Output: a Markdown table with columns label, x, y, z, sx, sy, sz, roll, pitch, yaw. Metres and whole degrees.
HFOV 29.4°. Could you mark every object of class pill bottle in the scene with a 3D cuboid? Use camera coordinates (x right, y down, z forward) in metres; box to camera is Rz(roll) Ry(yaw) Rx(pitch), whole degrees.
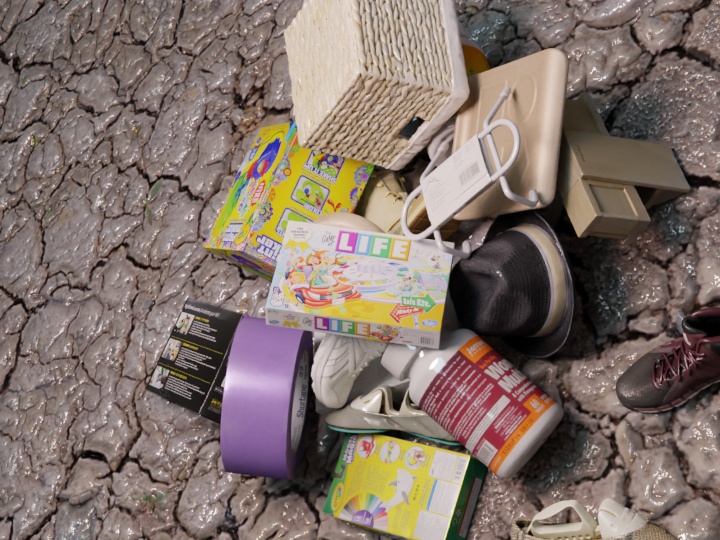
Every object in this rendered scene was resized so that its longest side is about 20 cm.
| label | x | y | z | sx | sy | sz | roll | pitch | yaw |
| --- | --- | --- | --- | --- | --- | --- | --- | --- | --- |
| pill bottle | 0.127 | 0.138 | 1.585 | 0.200 | 0.110 | 0.110 | 41 | 96 | 15 |
| pill bottle | 0.124 | -0.239 | 1.827 | 0.111 | 0.111 | 0.200 | -30 | 52 | 23 |

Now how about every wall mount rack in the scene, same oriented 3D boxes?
| label | x | y | z | sx | sy | sz | roll | pitch | yaw |
| --- | --- | --- | --- | --- | --- | --- | --- | --- | --- |
| wall mount rack | 0.127 | -0.118 | 1.578 | 0.200 | 0.074 | 0.174 | -39 | 50 | 37 |

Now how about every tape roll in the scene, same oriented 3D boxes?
| label | x | y | z | sx | sy | sz | roll | pitch | yaw |
| --- | --- | --- | --- | --- | --- | --- | --- | --- | --- |
| tape roll | -0.117 | 0.162 | 1.748 | 0.085 | 0.200 | 0.201 | 5 | 68 | 6 |

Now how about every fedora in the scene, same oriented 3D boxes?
| label | x | y | z | sx | sy | sz | roll | pitch | yaw |
| --- | --- | --- | --- | --- | --- | --- | --- | --- | --- |
| fedora | 0.166 | 0.022 | 1.610 | 0.201 | 0.091 | 0.201 | 42 | 139 | 51 |

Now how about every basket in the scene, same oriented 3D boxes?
| label | x | y | z | sx | sy | sz | roll | pitch | yaw |
| --- | --- | --- | --- | --- | --- | --- | --- | --- | --- |
| basket | 0.016 | -0.262 | 1.747 | 0.198 | 0.160 | 0.201 | -44 | 48 | 52 |

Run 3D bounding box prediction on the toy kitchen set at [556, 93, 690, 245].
| label | x | y | z | sx | sy | sz | roll | pitch | yaw |
| --- | --- | --- | --- | --- | --- | --- | --- | --- | --- |
| toy kitchen set | 0.270 | -0.083 | 1.654 | 0.181 | 0.163 | 0.200 | -56 | 40 | 42 |

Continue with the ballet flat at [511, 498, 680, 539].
| label | x | y | z | sx | sy | sz | roll | pitch | yaw |
| --- | --- | --- | --- | --- | --- | --- | --- | --- | --- |
| ballet flat | 0.247 | 0.284 | 1.484 | 0.200 | 0.068 | 0.076 | -12 | 98 | 37 |

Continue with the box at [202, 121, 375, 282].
| label | x | y | z | sx | sy | sz | roll | pitch | yaw |
| --- | --- | --- | --- | --- | --- | --- | --- | --- | --- |
| box | -0.099 | -0.089 | 1.874 | 0.193 | 0.122 | 0.200 | -66 | 20 | -8 |

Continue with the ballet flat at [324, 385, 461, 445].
| label | x | y | z | sx | sy | sz | roll | pitch | yaw |
| --- | --- | --- | --- | --- | --- | --- | --- | --- | --- |
| ballet flat | 0.048 | 0.171 | 1.692 | 0.199 | 0.067 | 0.064 | 4 | 103 | 26 |

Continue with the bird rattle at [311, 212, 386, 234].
| label | x | y | z | sx | sy | sz | roll | pitch | yaw |
| --- | --- | --- | --- | --- | --- | --- | --- | --- | --- |
| bird rattle | 0.000 | 0.000 | 1.697 | 0.200 | 0.163 | 0.113 | -7 | 38 | 46 |

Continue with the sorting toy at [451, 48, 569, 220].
| label | x | y | z | sx | sy | sz | roll | pitch | yaw |
| --- | --- | --- | --- | --- | --- | --- | --- | --- | --- |
| sorting toy | 0.177 | -0.156 | 1.626 | 0.200 | 0.036 | 0.186 | -4 | 77 | 61 |

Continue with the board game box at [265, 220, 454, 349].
| label | x | y | z | sx | sy | sz | roll | pitch | yaw |
| --- | --- | --- | --- | --- | --- | --- | --- | --- | --- |
| board game box | 0.001 | 0.015 | 1.581 | 0.199 | 0.034 | 0.135 | 7 | 50 | 5 |

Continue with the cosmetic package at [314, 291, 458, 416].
| label | x | y | z | sx | sy | sz | roll | pitch | yaw |
| --- | --- | --- | --- | --- | --- | --- | --- | --- | --- |
| cosmetic package | 0.032 | 0.095 | 1.773 | 0.200 | 0.052 | 0.151 | -21 | 58 | 29 |

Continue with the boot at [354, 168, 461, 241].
| label | x | y | z | sx | sy | sz | roll | pitch | yaw |
| --- | --- | --- | --- | --- | --- | --- | --- | --- | --- |
| boot | 0.061 | -0.089 | 1.805 | 0.200 | 0.073 | 0.156 | -57 | 38 | 36 |

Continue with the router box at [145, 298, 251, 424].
| label | x | y | z | sx | sy | sz | roll | pitch | yaw |
| --- | --- | --- | --- | --- | --- | --- | --- | --- | --- |
| router box | -0.216 | 0.124 | 1.919 | 0.200 | 0.051 | 0.150 | 11 | 75 | 60 |

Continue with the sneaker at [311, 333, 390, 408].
| label | x | y | z | sx | sy | sz | roll | pitch | yaw |
| --- | --- | --- | --- | --- | --- | --- | --- | --- | --- |
| sneaker | 0.000 | 0.090 | 1.663 | 0.099 | 0.078 | 0.201 | 17 | 121 | 10 |

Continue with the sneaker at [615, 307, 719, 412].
| label | x | y | z | sx | sy | sz | roll | pitch | yaw |
| --- | --- | --- | --- | --- | --- | --- | --- | --- | --- |
| sneaker | 0.348 | 0.085 | 1.480 | 0.200 | 0.115 | 0.076 | -26 | 54 | 26 |

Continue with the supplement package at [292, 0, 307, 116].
| label | x | y | z | sx | sy | sz | roll | pitch | yaw |
| --- | --- | --- | --- | --- | --- | --- | --- | --- | --- |
| supplement package | -0.016 | -0.298 | 1.970 | 0.113 | 0.109 | 0.201 | -14 | 60 | 32 |

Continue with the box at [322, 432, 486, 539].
| label | x | y | z | sx | sy | sz | roll | pitch | yaw |
| --- | --- | --- | --- | --- | --- | --- | --- | --- | --- |
| box | 0.049 | 0.267 | 1.676 | 0.200 | 0.048 | 0.118 | 9 | 74 | 39 |
